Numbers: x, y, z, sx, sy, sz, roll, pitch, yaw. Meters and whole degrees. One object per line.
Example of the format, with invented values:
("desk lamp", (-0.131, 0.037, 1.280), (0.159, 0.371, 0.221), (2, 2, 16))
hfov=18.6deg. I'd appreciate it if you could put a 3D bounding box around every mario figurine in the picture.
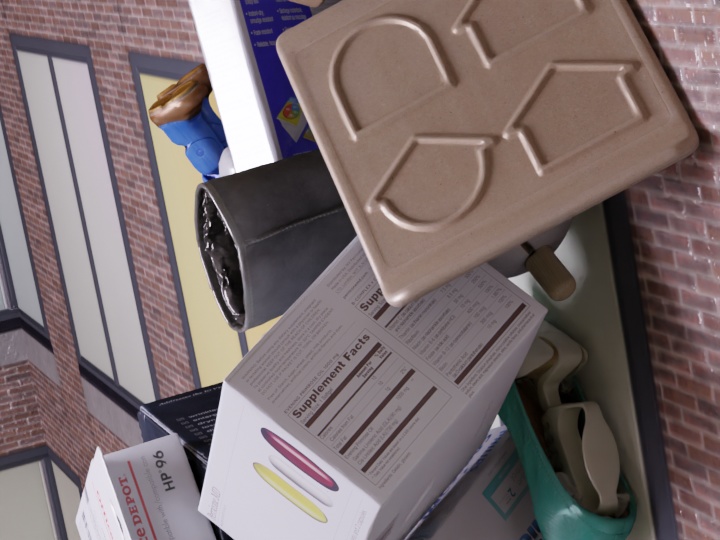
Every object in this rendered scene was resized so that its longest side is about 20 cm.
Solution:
("mario figurine", (-0.073, -0.073, 1.723), (0.106, 0.123, 0.200), (-17, 114, 47))

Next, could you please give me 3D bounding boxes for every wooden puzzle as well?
("wooden puzzle", (0.068, -0.093, 1.197), (0.046, 0.185, 0.200), (49, -165, -58))

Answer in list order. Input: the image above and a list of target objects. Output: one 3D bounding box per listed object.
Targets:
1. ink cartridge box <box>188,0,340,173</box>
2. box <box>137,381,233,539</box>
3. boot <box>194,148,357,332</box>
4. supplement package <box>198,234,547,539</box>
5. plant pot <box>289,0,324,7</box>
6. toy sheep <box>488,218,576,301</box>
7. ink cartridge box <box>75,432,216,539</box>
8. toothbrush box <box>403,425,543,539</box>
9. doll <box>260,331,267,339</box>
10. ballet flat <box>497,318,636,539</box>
("ink cartridge box", (-0.048, -0.166, 1.489), (0.198, 0.043, 0.201), (-16, -86, -64))
("box", (-0.038, 0.148, 1.629), (0.197, 0.199, 0.124), (-153, 50, -67))
("boot", (-0.014, -0.072, 1.386), (0.073, 0.199, 0.182), (-178, 74, -68))
("supplement package", (0.002, 0.083, 1.263), (0.111, 0.156, 0.200), (38, 154, 11))
("plant pot", (0.021, -0.243, 1.272), (0.201, 0.092, 0.202), (-166, 90, -80))
("toy sheep", (0.063, -0.060, 1.283), (0.200, 0.138, 0.138), (61, 157, 27))
("ink cartridge box", (-0.147, 0.192, 1.557), (0.200, 0.068, 0.116), (118, 132, -67))
("toothbrush box", (0.032, 0.190, 1.421), (0.085, 0.146, 0.200), (51, 146, -14))
("doll", (0.000, 0.000, 1.530), (0.200, 0.048, 0.137), (-51, 57, 35))
("ballet flat", (0.120, 0.083, 1.345), (0.070, 0.067, 0.201), (-42, 61, 43))
